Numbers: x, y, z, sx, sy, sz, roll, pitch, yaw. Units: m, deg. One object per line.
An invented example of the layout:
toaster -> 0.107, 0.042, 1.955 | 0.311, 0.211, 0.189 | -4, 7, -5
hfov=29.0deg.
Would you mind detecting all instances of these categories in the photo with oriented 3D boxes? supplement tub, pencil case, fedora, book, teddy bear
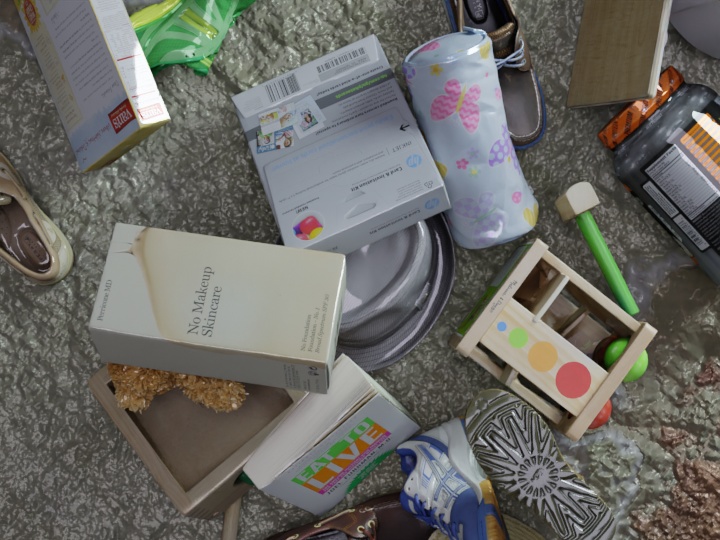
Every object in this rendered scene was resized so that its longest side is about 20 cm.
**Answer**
supplement tub -> 0.324, -0.088, 1.308 | 0.122, 0.123, 0.200 | -43, 89, -1
pencil case -> 0.104, -0.121, 1.297 | 0.090, 0.083, 0.202 | -21, 111, -3
fedora -> 0.000, 0.000, 1.321 | 0.177, 0.090, 0.200 | 39, 89, 1
book -> -0.024, 0.158, 1.267 | 0.134, 0.200, 0.048 | -43, 69, 0
teddy bear -> -0.131, 0.057, 1.222 | 0.198, 0.067, 0.147 | 4, 76, 9

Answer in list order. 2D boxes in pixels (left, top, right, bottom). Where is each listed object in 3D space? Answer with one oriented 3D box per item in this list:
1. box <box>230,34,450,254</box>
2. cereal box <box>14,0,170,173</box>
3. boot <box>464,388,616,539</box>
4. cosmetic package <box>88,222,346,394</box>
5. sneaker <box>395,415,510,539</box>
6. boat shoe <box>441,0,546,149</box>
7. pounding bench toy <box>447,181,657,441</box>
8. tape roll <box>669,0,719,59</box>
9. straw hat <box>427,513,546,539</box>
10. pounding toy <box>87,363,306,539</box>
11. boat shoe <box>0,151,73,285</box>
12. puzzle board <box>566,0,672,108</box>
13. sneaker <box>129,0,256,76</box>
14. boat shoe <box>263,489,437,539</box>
box -> -0.021, -0.112, 1.296 | 0.155, 0.041, 0.201 | -24, 55, 2
cereal box -> -0.257, -0.207, 1.304 | 0.039, 0.143, 0.202 | -22, 90, -36
boot -> 0.154, 0.181, 1.266 | 0.066, 0.200, 0.176 | -38, 87, 0
cosmetic package -> -0.116, 0.032, 1.166 | 0.198, 0.073, 0.104 | 7, 64, 3
sneaker -> 0.084, 0.219, 1.279 | 0.087, 0.200, 0.076 | -19, 119, 2
boat shoe -> 0.125, -0.212, 1.333 | 0.072, 0.072, 0.202 | -24, 90, -2
pounding bench toy -> 0.204, 0.038, 1.304 | 0.156, 0.124, 0.201 | 37, 89, 0
tape roll -> 0.385, -0.299, 1.278 | 0.201, 0.139, 0.205 | -1, 93, -17
straw hat -> 0.150, 0.306, 1.273 | 0.199, 0.085, 0.203 | 12, 67, -29
pounding toy -> -0.132, 0.150, 1.310 | 0.184, 0.142, 0.200 | -39, 75, -1
boat shoe -> -0.355, -0.069, 1.336 | 0.200, 0.065, 0.071 | 44, 89, 0
puzzle board -> 0.252, -0.255, 1.301 | 0.017, 0.151, 0.202 | 11, 89, -20
sneaker -> -0.154, -0.233, 1.337 | 0.199, 0.074, 0.084 | -31, 87, 9
boat shoe -> -0.007, 0.263, 1.330 | 0.198, 0.070, 0.071 | -20, 88, -2
